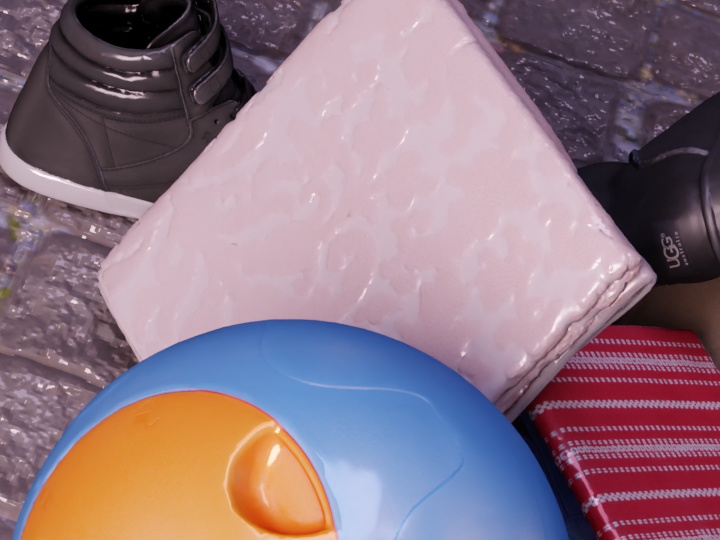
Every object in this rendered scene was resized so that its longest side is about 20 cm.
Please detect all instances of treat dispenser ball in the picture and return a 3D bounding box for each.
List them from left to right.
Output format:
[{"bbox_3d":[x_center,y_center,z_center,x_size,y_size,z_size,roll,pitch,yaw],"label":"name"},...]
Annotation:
[{"bbox_3d":[-0.024,0.117,0.952,0.200,0.201,0.201,11,42,-10],"label":"treat dispenser ball"}]

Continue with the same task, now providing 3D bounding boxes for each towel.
[{"bbox_3d":[0.000,0.000,1.100,0.032,0.200,0.191,21,29,-53],"label":"towel"},{"bbox_3d":[0.137,0.107,1.100,0.144,0.022,0.200,4,50,-50],"label":"towel"}]

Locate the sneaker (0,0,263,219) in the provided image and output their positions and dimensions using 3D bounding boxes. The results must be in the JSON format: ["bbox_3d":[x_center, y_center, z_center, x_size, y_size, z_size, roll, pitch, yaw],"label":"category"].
[{"bbox_3d":[-0.056,-0.070,1.222,0.199,0.099,0.071,10,40,-13],"label":"sneaker"}]

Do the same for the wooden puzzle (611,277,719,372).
[{"bbox_3d":[0.208,0.026,1.246,0.184,0.037,0.200,16,43,20],"label":"wooden puzzle"}]

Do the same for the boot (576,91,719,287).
[{"bbox_3d":[0.109,-0.026,1.224,0.162,0.074,0.198,-12,13,19],"label":"boot"}]

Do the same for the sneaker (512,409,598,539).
[{"bbox_3d":[0.056,0.082,1.132,0.078,0.066,0.200,-10,50,-44],"label":"sneaker"}]
